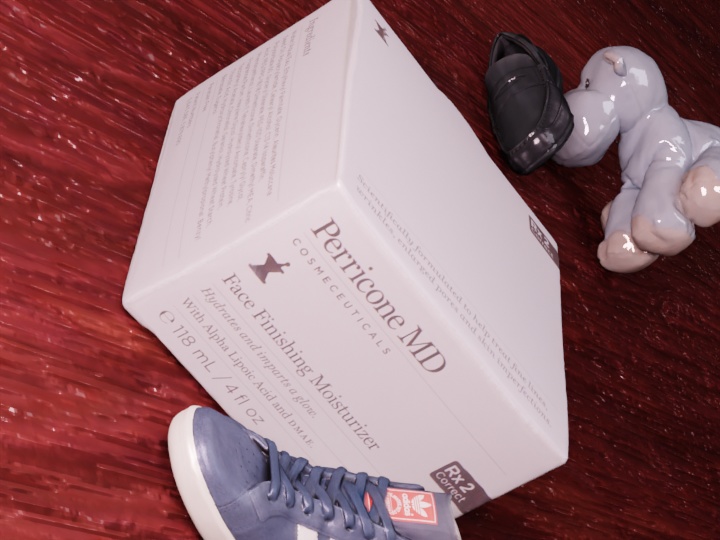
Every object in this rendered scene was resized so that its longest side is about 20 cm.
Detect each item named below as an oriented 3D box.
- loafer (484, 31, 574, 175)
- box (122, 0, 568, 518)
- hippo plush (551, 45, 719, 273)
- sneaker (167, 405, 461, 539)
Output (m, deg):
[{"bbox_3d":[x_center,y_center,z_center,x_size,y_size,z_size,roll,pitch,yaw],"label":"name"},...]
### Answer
[{"bbox_3d":[0.128,-0.137,1.528,0.070,0.068,0.201,45,20,-17],"label":"loafer"},{"bbox_3d":[0.000,0.000,0.977,0.199,0.130,0.200,50,24,-26],"label":"box"},{"bbox_3d":[0.244,-0.113,1.614,0.161,0.200,0.159,49,1,-8],"label":"hippo plush"},{"bbox_3d":[-0.005,0.116,0.885,0.200,0.084,0.075,44,27,-36],"label":"sneaker"}]
